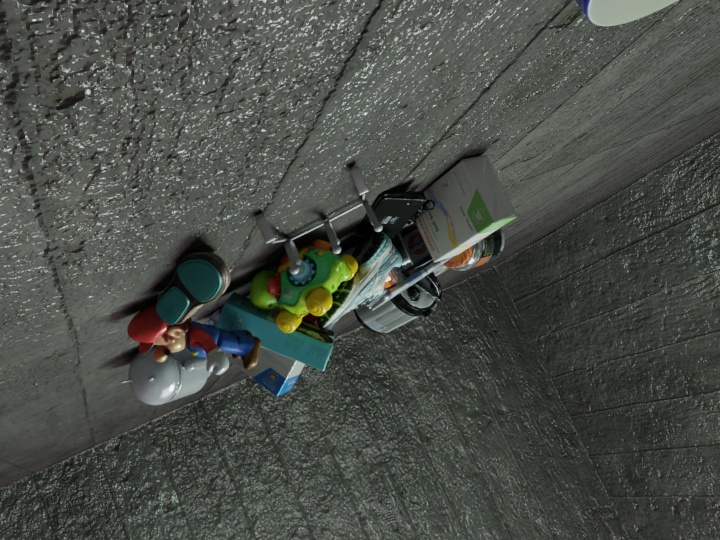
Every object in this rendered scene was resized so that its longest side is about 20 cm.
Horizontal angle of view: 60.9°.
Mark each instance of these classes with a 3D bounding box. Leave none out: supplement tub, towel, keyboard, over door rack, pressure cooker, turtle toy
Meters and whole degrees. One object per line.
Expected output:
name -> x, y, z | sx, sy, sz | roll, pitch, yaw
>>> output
supplement tub -> 0.267, -0.068, 1.511 | 0.122, 0.124, 0.199 | -31, 170, 34
towel -> 0.107, 0.015, 1.255 | 0.198, 0.024, 0.147 | -32, 176, -16
supplement tub -> 0.000, 0.000, 1.175 | 0.197, 0.109, 0.107 | -26, 172, 7
keyboard -> 0.057, -0.102, 1.042 | 0.102, 0.040, 0.200 | 1, 166, -13
over door rack -> -0.048, -0.058, 0.839 | 0.146, 0.067, 0.200 | -27, 171, 2
pressure cooker -> 0.089, 0.042, 1.455 | 0.174, 0.181, 0.199 | -12, 165, -46
turtle toy -> -0.104, 0.021, 1.011 | 0.198, 0.102, 0.146 | -29, -165, 35

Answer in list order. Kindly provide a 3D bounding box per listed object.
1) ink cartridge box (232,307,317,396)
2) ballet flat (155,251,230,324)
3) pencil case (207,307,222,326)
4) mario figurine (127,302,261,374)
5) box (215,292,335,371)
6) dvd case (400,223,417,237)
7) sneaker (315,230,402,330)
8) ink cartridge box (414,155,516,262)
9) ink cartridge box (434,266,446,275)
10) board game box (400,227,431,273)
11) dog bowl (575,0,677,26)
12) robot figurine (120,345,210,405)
ink cartridge box -> -0.142, 0.117, 1.158 | 0.202, 0.115, 0.067 | -60, 164, 9
ballet flat -> -0.215, 0.012, 0.819 | 0.199, 0.069, 0.067 | -27, -168, 46
pencil case -> -0.228, 0.111, 1.257 | 0.089, 0.085, 0.199 | -8, 178, 22
mario figurine -> -0.262, 0.118, 0.944 | 0.197, 0.108, 0.123 | 19, 145, -31
box -> -0.144, 0.104, 1.062 | 0.082, 0.197, 0.050 | -90, -157, -79
dvd case -> 0.094, -0.082, 1.281 | 0.147, 0.016, 0.200 | -24, 170, -22
sneaker -> 0.003, 0.033, 1.079 | 0.201, 0.086, 0.078 | -51, -148, 2
ink cartridge box -> 0.157, -0.094, 1.050 | 0.067, 0.119, 0.200 | -18, 168, -37
ink cartridge box -> 0.160, -0.008, 1.720 | 0.197, 0.076, 0.165 | -25, 170, -11
board game box -> 0.166, -0.066, 1.329 | 0.146, 0.065, 0.199 | -32, 172, 29
dog bowl -> 0.220, -0.257, 0.397 | 0.197, 0.080, 0.200 | -26, 171, -4
robot figurine -> -0.386, 0.205, 1.238 | 0.167, 0.115, 0.199 | -22, 173, 21
